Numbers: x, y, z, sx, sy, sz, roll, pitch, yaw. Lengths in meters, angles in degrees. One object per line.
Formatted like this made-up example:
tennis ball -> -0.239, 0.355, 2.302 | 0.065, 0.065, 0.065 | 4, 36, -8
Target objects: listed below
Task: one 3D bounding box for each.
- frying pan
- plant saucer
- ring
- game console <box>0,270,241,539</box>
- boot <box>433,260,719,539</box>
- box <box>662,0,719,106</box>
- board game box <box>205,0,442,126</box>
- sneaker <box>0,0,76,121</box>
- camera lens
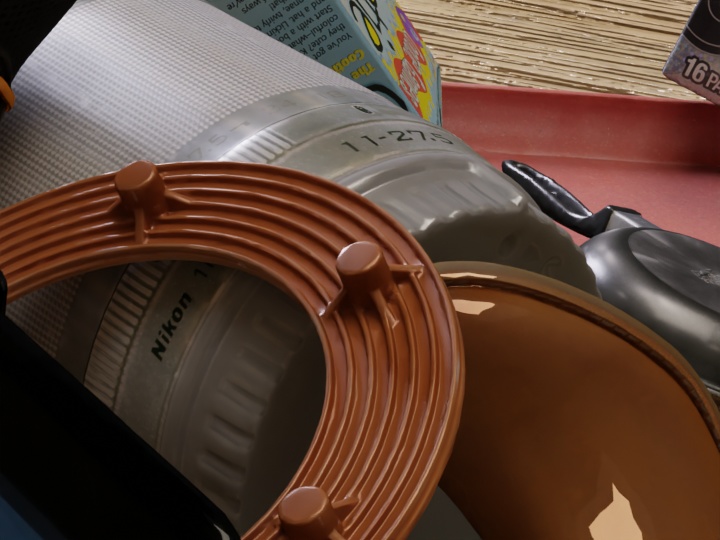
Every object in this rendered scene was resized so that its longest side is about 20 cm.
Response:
frying pan -> 0.121, 0.001, 1.000 | 0.115, 0.031, 0.190 | 19, 21, -13
plant saucer -> 0.130, -0.023, 1.137 | 0.199, 0.037, 0.200 | 3, 23, -15
ring -> -0.072, 0.038, 0.683 | 0.200, 0.019, 0.201 | -13, 41, 11
game console -> -0.116, 0.105, 0.534 | 0.175, 0.200, 0.116 | 8, 22, -4
boot -> 0.072, 0.097, 0.694 | 0.200, 0.074, 0.155 | 42, 26, -16
box -> 0.252, -0.095, 1.171 | 0.200, 0.115, 0.132 | 29, 17, 9
board game box -> -0.064, -0.116, 1.050 | 0.105, 0.200, 0.103 | -31, 19, 13
sneaker -> -0.145, -0.033, 0.775 | 0.077, 0.200, 0.078 | 48, 3, 29
camera lens -> -0.044, 0.010, 0.836 | 0.160, 0.160, 0.200 | -12, 31, -40
